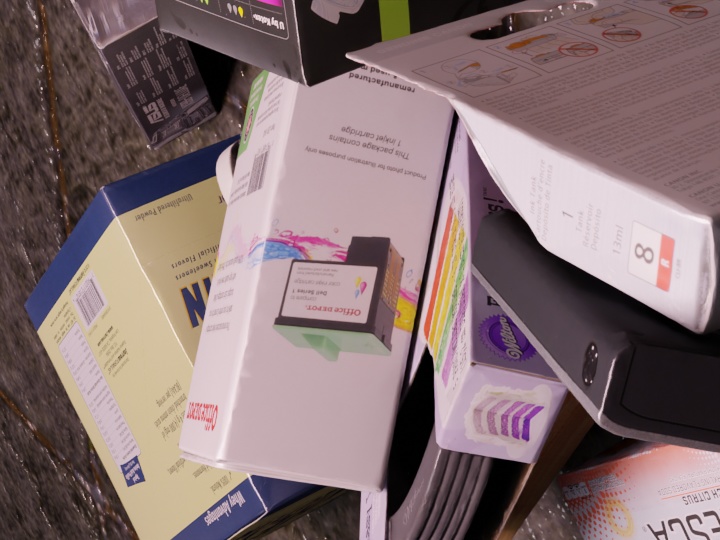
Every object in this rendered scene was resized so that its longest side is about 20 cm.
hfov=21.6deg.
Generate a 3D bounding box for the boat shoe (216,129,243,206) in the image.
[{"bbox_3d":[0.000,0.000,1.028,0.060,0.074,0.201,-38,82,41],"label":"boat shoe"}]

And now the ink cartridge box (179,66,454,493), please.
[{"bbox_3d":[-0.023,0.001,0.921,0.145,0.083,0.202,165,117,-78],"label":"ink cartridge box"}]

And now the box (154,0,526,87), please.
[{"bbox_3d":[-0.014,-0.205,0.819,0.124,0.148,0.202,25,131,48],"label":"box"}]

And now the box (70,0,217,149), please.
[{"bbox_3d":[-0.149,-0.172,1.092,0.159,0.049,0.200,60,176,11],"label":"box"}]

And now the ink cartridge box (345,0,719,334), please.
[{"bbox_3d":[0.113,-0.053,0.703,0.199,0.161,0.051,28,130,48],"label":"ink cartridge box"}]

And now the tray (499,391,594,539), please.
[{"bbox_3d":[0.080,0.052,0.909,0.201,0.037,0.099,113,166,-53],"label":"tray"}]

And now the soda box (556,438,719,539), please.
[{"bbox_3d":[0.170,0.092,0.816,0.069,0.063,0.200,65,152,2],"label":"soda box"}]

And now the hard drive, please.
[{"bbox_3d":[0.128,0.023,0.693,0.200,0.138,0.033,-120,42,-73],"label":"hard drive"}]

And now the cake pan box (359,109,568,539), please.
[{"bbox_3d":[0.045,0.044,0.874,0.201,0.052,0.185,-88,11,-46],"label":"cake pan box"}]

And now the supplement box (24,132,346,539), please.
[{"bbox_3d":[-0.080,0.052,1.128,0.201,0.133,0.200,62,151,8],"label":"supplement box"}]
